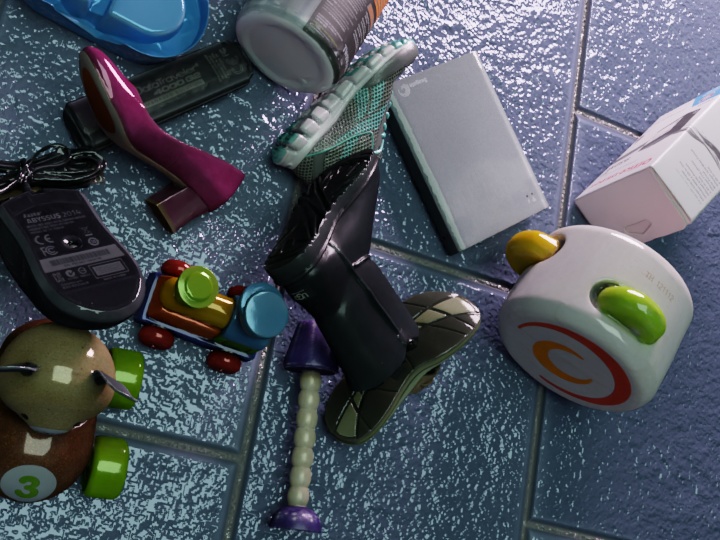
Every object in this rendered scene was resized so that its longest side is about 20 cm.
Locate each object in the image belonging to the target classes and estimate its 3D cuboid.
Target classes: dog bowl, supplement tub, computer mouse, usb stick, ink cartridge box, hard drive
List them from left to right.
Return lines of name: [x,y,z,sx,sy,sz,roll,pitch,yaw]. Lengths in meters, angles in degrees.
computer mouse: [-0.245,-0.019,0.834,0.138,0.053,0.200,-10,52,-39]
dog bowl: [-0.248,-0.274,0.988,0.199,0.050,0.112,26,69,-20]
usb stick: [-0.197,-0.174,1.000,0.199,0.033,0.056,-30,86,-28]
supplement tub: [-0.033,-0.295,1.056,0.122,0.122,0.201,36,65,-15]
hard drive: [0.115,-0.135,1.144,0.139,0.033,0.201,-26,90,-28]
ink cartridge box: [0.373,-0.124,1.204,0.200,0.145,0.084,-41,97,-27]

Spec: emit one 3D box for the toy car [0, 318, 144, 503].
toy car: [-0.249,0.106,0.816,0.163,0.200,0.159,13,73,-23]

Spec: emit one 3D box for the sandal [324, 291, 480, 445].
sandal: [0.041,0.098,1.044,0.201,0.057,0.080,-44,61,-11]

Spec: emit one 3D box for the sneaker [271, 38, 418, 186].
sneaker: [-0.002,-0.159,1.070,0.200,0.078,0.091,-47,109,-11]

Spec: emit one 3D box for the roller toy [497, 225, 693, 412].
roller toy: [0.251,0.047,1.088,0.140,0.199,0.183,-54,139,-25]

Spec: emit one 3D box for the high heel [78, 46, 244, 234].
high heel: [-0.185,-0.137,0.950,0.096,0.067,0.201,-39,131,-20]

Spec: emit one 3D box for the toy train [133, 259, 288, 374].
toy train: [-0.168,0.023,0.922,0.199,0.116,0.085,23,69,-20]

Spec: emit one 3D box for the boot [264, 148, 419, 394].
boot: [0.000,0.000,0.991,0.169,0.076,0.201,55,40,-26]

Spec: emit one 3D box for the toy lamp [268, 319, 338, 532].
toy lamp: [-0.054,0.149,0.985,0.058,0.058,0.201,13,73,-23]

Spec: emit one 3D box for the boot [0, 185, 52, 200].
boot: [-0.336,0.004,0.830,0.174,0.066,0.201,13,44,-11]
